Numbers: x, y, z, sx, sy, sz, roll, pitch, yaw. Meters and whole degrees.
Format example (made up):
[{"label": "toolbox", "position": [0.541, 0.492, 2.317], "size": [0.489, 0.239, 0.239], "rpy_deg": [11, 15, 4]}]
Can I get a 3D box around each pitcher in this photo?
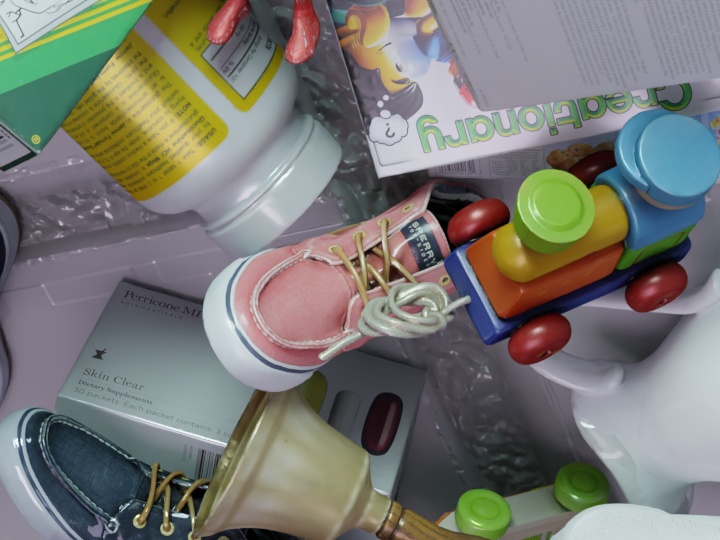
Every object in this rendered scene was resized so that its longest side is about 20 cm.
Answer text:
[{"label": "pitcher", "position": [0.194, 0.047, 1.047], "size": [0.171, 0.122, 0.200], "rpy_deg": [41, 136, -20]}]

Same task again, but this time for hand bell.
[{"label": "hand bell", "position": [0.023, 0.135, 1.046], "size": [0.199, 0.104, 0.104], "rpy_deg": [26, 129, -6]}]

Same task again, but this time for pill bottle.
[{"label": "pill bottle", "position": [-0.107, -0.103, 1.024], "size": [0.112, 0.113, 0.200], "rpy_deg": [-33, 111, 33]}]

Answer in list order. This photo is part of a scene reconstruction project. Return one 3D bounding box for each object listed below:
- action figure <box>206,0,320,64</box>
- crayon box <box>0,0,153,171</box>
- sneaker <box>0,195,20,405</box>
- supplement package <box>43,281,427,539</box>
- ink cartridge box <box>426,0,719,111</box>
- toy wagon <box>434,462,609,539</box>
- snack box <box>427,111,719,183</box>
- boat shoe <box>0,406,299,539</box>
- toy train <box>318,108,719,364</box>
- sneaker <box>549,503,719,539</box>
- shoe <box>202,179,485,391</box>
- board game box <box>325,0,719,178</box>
[{"label": "action figure", "position": [-0.054, -0.162, 0.864], "size": [0.065, 0.099, 0.201], "rpy_deg": [13, 138, 12]}, {"label": "crayon box", "position": [-0.182, -0.176, 0.892], "size": [0.200, 0.173, 0.058], "rpy_deg": [41, 157, -19]}, {"label": "sneaker", "position": [-0.259, 0.054, 1.188], "size": [0.070, 0.109, 0.201], "rpy_deg": [18, 129, 3]}, {"label": "supplement package", "position": [-0.077, 0.122, 1.184], "size": [0.199, 0.111, 0.156], "rpy_deg": [16, 129, 4]}, {"label": "ink cartridge box", "position": [0.135, -0.133, 0.887], "size": [0.199, 0.051, 0.109], "rpy_deg": [-7, 150, 16]}, {"label": "toy wagon", "position": [0.066, 0.189, 1.168], "size": [0.199, 0.040, 0.156], "rpy_deg": [-11, 133, -26]}, {"label": "snack box", "position": [0.130, -0.082, 1.027], "size": [0.199, 0.024, 0.072], "rpy_deg": [2, 125, 15]}, {"label": "boat shoe", "position": [-0.108, 0.135, 1.092], "size": [0.091, 0.071, 0.200], "rpy_deg": [-25, 124, 30]}, {"label": "toy train", "position": [0.078, -0.009, 0.951], "size": [0.085, 0.199, 0.116], "rpy_deg": [63, 162, 16]}, {"label": "sneaker", "position": [0.199, 0.168, 1.083], "size": [0.199, 0.076, 0.089], "rpy_deg": [13, 167, -4]}, {"label": "shoe", "position": [0.000, 0.000, 1.028], "size": [0.091, 0.200, 0.072], "rpy_deg": [-33, 85, 29]}, {"label": "board game box", "position": [0.086, -0.127, 0.980], "size": [0.199, 0.035, 0.127], "rpy_deg": [-11, 110, 20]}]
